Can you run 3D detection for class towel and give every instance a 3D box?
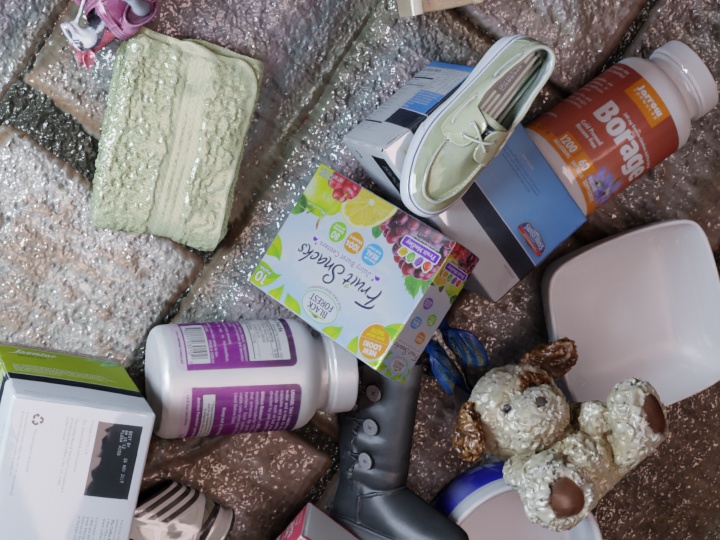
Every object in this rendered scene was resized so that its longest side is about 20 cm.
[{"bbox_3d":[-0.181,-0.126,1.475,0.148,0.036,0.201,12,97,-19],"label":"towel"}]

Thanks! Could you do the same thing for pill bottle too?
[{"bbox_3d":[-0.107,0.105,1.507,0.199,0.112,0.113,-2,102,-17],"label":"pill bottle"},{"bbox_3d":[0.268,-0.149,1.576,0.200,0.112,0.112,-36,110,-8],"label":"pill bottle"}]

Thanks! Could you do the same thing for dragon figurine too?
[{"bbox_3d":[0.092,0.086,1.574,0.059,0.099,0.200,-38,110,-7],"label":"dragon figurine"}]

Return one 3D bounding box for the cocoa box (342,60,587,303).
[{"bbox_3d":[0.104,-0.092,1.522,0.131,0.133,0.200,-41,110,-8],"label":"cocoa box"}]

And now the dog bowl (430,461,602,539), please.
[{"bbox_3d":[0.160,0.314,1.656,0.199,0.079,0.201,-4,102,-17],"label":"dog bowl"}]

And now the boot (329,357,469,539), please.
[{"bbox_3d":[0.046,0.184,1.560,0.066,0.164,0.201,-10,109,-62],"label":"boot"}]

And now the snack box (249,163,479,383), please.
[{"bbox_3d":[0.000,0.000,1.475,0.053,0.200,0.143,30,92,-49],"label":"snack box"}]

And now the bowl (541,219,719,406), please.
[{"bbox_3d":[0.289,0.050,1.645,0.199,0.075,0.201,-19,107,-14],"label":"bowl"}]

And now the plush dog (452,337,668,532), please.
[{"bbox_3d":[0.187,0.168,1.554,0.200,0.161,0.172,-38,79,-27],"label":"plush dog"}]

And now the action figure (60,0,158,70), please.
[{"bbox_3d":[-0.221,-0.280,1.415,0.149,0.134,0.201,-2,120,-59],"label":"action figure"}]

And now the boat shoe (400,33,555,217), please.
[{"bbox_3d":[0.107,-0.137,1.410,0.072,0.062,0.200,34,87,-19],"label":"boat shoe"}]

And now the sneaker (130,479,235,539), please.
[{"bbox_3d":[-0.225,0.303,1.541,0.115,0.076,0.201,33,82,-13],"label":"sneaker"}]

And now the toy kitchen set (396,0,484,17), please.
[{"bbox_3d":[0.042,-0.339,1.425,0.162,0.180,0.201,-13,101,-14],"label":"toy kitchen set"}]

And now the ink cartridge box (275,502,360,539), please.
[{"bbox_3d":[-0.062,0.363,1.552,0.145,0.083,0.200,38,105,-10],"label":"ink cartridge box"}]

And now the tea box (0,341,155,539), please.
[{"bbox_3d":[-0.291,0.191,1.419,0.133,0.197,0.201,11,97,-20],"label":"tea box"}]
